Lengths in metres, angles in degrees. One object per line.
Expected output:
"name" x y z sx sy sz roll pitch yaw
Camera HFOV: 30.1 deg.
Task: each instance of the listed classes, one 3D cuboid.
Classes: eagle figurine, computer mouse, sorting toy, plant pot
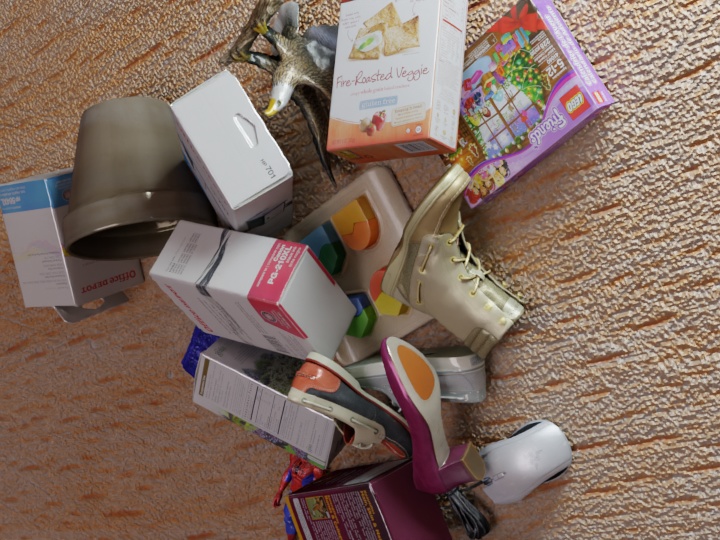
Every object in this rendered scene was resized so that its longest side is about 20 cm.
"eagle figurine" -0.060 -0.212 1.529 0.199 0.152 0.152 35 175 -9
"computer mouse" 0.156 0.230 1.522 0.200 0.044 0.110 -40 77 42
"sorting toy" 0.000 0.000 1.586 0.199 0.036 0.187 -32 82 42
"plant pot" -0.289 -0.120 1.715 0.199 0.199 0.176 -21 74 43

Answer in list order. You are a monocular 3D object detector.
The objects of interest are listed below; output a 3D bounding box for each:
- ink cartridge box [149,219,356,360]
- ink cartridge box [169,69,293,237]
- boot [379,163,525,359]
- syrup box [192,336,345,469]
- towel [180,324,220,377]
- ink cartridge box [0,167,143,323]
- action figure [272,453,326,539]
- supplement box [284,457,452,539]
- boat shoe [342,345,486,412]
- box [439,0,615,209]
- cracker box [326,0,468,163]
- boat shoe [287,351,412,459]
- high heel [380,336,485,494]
"ink cartridge box" -0.126 0.025 1.576 0.198 0.085 0.145 12 154 34
"ink cartridge box" -0.147 -0.124 1.572 0.147 0.085 0.200 58 172 10
"boot" 0.115 -0.005 1.436 0.155 0.073 0.201 36 134 11
"syrup box" -0.104 0.156 1.669 0.198 0.079 0.082 24 123 17
"towel" -0.161 0.087 1.747 0.147 0.049 0.202 39 126 25
"ink cartridge box" -0.400 -0.037 1.860 0.124 0.128 0.203 -2 102 41
"action figure" -0.080 0.305 1.754 0.065 0.051 0.203 25 117 37
"supplement box" 0.006 0.301 1.627 0.199 0.085 0.112 -21 91 54
"boat shoe" 0.060 0.132 1.556 0.199 0.070 0.073 -7 97 40
"box" 0.152 -0.174 1.393 0.200 0.039 0.138 -39 78 42
"cracker box" 0.039 -0.221 1.405 0.133 0.057 0.203 -4 75 37
"boat shoe" -0.006 0.172 1.564 0.071 0.063 0.200 5 150 51
"high heel" 0.056 0.166 1.502 0.095 0.068 0.201 -20 115 37
